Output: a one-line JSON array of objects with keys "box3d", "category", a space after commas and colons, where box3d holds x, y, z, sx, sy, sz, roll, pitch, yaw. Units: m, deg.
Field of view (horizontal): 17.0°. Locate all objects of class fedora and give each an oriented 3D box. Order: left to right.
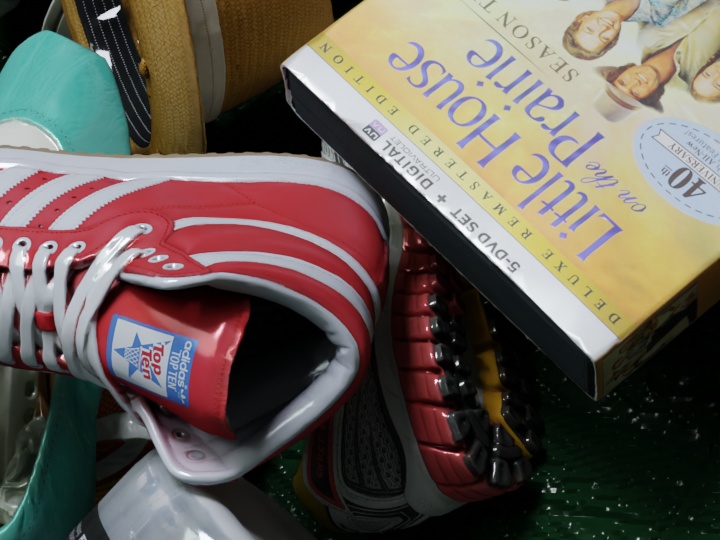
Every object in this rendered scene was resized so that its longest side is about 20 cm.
[{"box3d": [-0.061, -0.112, 0.868, 0.081, 0.201, 0.201, -17, 39, -13], "category": "fedora"}]

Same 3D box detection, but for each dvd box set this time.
[{"box3d": [0.096, -0.072, 0.746, 0.200, 0.029, 0.146, -37, 63, -15], "category": "dvd box set"}]

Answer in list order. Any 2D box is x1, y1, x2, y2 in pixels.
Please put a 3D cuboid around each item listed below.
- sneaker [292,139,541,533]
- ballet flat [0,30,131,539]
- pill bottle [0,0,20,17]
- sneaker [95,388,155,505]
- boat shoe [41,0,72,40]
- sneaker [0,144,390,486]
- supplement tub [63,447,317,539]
[{"box3d": [0.000, 0.000, 0.825, 0.082, 0.078, 0.201, -28, 44, 24], "category": "sneaker"}, {"box3d": [-0.118, 0.012, 0.817, 0.067, 0.070, 0.201, -1, 82, 28], "category": "ballet flat"}, {"box3d": [-0.124, -0.193, 1.061, 0.200, 0.114, 0.115, -34, 42, 17], "category": "pill bottle"}, {"box3d": [-0.119, 0.051, 0.904, 0.199, 0.073, 0.077, -5, 55, 26], "category": "sneaker"}, {"box3d": [-0.067, -0.145, 0.978, 0.199, 0.074, 0.066, -50, 24, 46], "category": "boat shoe"}, {"box3d": [-0.090, 0.013, 0.722, 0.199, 0.072, 0.113, -5, 26, 2], "category": "sneaker"}, {"box3d": [-0.083, 0.161, 0.735, 0.200, 0.123, 0.123, -46, 40, 2], "category": "supplement tub"}]
